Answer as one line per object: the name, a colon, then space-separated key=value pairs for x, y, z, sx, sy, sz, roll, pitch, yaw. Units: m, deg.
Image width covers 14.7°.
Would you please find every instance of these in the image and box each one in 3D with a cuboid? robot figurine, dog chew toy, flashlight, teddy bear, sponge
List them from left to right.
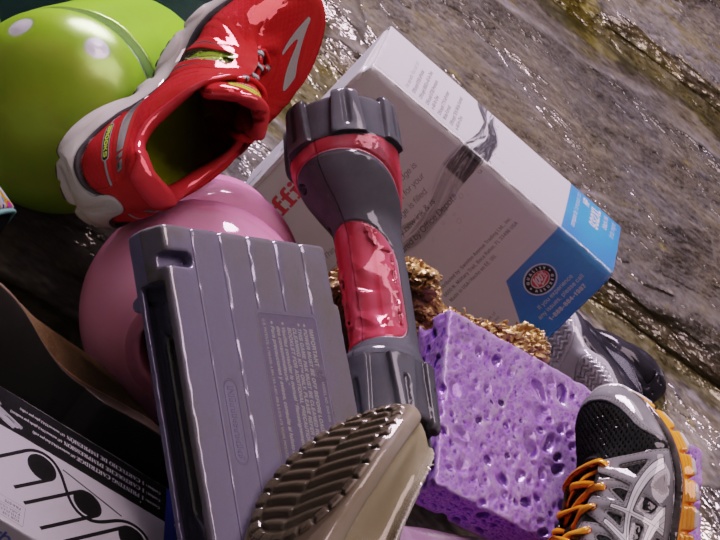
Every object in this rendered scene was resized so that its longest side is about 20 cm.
robot figurine: x=-0.153 y=-0.094 z=1.564 sx=0.175 sy=0.116 sz=0.200 roll=12 pitch=13 yaw=14
dog chew toy: x=-0.087 y=0.006 z=1.531 sx=0.125 sy=0.125 sz=0.200 roll=39 pitch=17 yaw=-12
flashlight: x=0.000 y=0.000 z=1.495 sx=0.068 sy=0.068 sz=0.200 roll=-1 pitch=58 yaw=-11
teddy bear: x=0.043 y=0.055 z=1.615 sx=0.200 sy=0.145 sz=0.067 roll=35 pitch=55 yaw=-22
sponge: x=0.110 y=0.112 z=1.546 sx=0.200 sy=0.030 sz=0.112 roll=29 pitch=49 yaw=-29

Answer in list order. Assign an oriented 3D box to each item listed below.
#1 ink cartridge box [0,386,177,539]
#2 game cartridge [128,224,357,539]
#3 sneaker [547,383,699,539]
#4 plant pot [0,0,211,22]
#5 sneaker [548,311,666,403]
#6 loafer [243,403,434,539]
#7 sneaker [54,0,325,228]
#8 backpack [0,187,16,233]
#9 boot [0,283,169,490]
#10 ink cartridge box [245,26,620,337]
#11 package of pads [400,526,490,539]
ink cartridge box: x=-0.116 y=0.141 z=1.352 sx=0.200 sy=0.044 sz=0.094 roll=34 pitch=28 yaw=-22
game cartridge: x=-0.050 y=0.081 z=1.380 sx=0.130 sy=0.038 sz=0.200 roll=11 pitch=64 yaw=-53
sneaker: x=0.131 y=0.148 z=1.472 sx=0.077 sy=0.078 sz=0.200 roll=13 pitch=55 yaw=-22
plant pot: x=-0.159 y=-0.200 z=1.719 sx=0.200 sy=0.141 sz=0.141 roll=34 pitch=26 yaw=-38
sneaker: x=0.171 y=0.105 z=1.814 sx=0.114 sy=0.075 sz=0.200 roll=13 pitch=44 yaw=-58
loafer: x=-0.017 y=0.146 z=1.307 sx=0.068 sy=0.076 sz=0.200 roll=51 pitch=49 yaw=-24
sneaker: x=-0.071 y=-0.087 z=1.472 sx=0.200 sy=0.085 sz=0.077 roll=-48 pitch=118 yaw=-34
backpack: x=-0.254 y=-0.010 z=1.226 sx=0.153 sy=0.176 sz=0.200 roll=52 pitch=21 yaw=7
boot: x=-0.179 y=0.046 z=1.396 sx=0.200 sy=0.074 sz=0.075 roll=41 pitch=9 yaw=-23
ink cartridge box: x=0.040 y=-0.029 z=1.738 sx=0.200 sy=0.145 sz=0.084 roll=41 pitch=24 yaw=-8
package of pads: x=0.073 y=0.206 z=1.506 sx=0.200 sy=0.076 sz=0.121 roll=16 pitch=34 yaw=-46
